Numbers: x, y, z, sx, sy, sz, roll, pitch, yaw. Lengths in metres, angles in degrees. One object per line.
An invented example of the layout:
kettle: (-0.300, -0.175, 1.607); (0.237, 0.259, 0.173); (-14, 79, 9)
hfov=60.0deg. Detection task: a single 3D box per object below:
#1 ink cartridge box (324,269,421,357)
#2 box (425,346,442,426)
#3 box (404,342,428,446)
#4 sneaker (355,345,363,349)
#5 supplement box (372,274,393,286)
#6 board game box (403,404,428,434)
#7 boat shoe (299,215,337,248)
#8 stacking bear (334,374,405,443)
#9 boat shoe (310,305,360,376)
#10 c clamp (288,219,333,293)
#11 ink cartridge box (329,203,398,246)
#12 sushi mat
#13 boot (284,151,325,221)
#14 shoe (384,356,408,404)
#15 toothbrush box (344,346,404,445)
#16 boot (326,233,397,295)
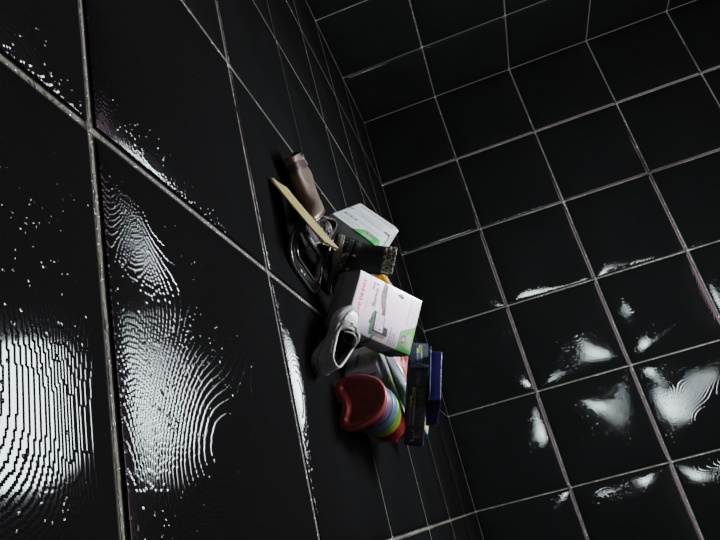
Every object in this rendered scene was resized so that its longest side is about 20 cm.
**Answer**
ink cartridge box: (0.032, 0.103, 1.461); (0.200, 0.084, 0.146); (26, 68, -31)
box: (0.173, 0.275, 1.471); (0.200, 0.032, 0.121); (83, 11, -56)
box: (0.133, 0.293, 1.494); (0.158, 0.051, 0.200); (-73, 165, -74)
sneaker: (0.016, 0.228, 1.650); (0.085, 0.077, 0.200); (-3, 74, -60)
supplement box: (0.014, -0.007, 1.807); (0.126, 0.073, 0.200); (51, 4, -48)
board game box: (0.121, 0.367, 1.758); (0.103, 0.105, 0.200); (-75, 151, -42)
boat shoe: (-0.102, -0.102, 1.532); (0.200, 0.065, 0.072); (-49, 124, -76)
stacking bear: (0.038, 0.317, 1.371); (0.200, 0.114, 0.122); (55, 19, -50)
boat shoe: (-0.034, 0.137, 1.284); (0.072, 0.066, 0.200); (61, 34, -16)
c clamp: (-0.116, -0.042, 1.404); (0.200, 0.027, 0.171); (55, 37, -57)
ink cartridge box: (-0.001, -0.101, 1.719); (0.146, 0.084, 0.200); (36, 25, 11)
sushi mat: (-0.124, -0.123, 1.371); (0.200, 0.012, 0.096); (50, 6, 16)
boot: (-0.142, -0.203, 1.489); (0.200, 0.070, 0.146); (-111, -178, -68)
shoe: (0.107, 0.240, 1.623); (0.071, 0.091, 0.200); (-19, -84, 61)
toothbrush box: (0.038, 0.299, 1.531); (0.146, 0.086, 0.200); (-70, 140, -75)
boot: (0.000, 0.001, 1.511); (0.204, 0.154, 0.074); (102, -3, -50)
